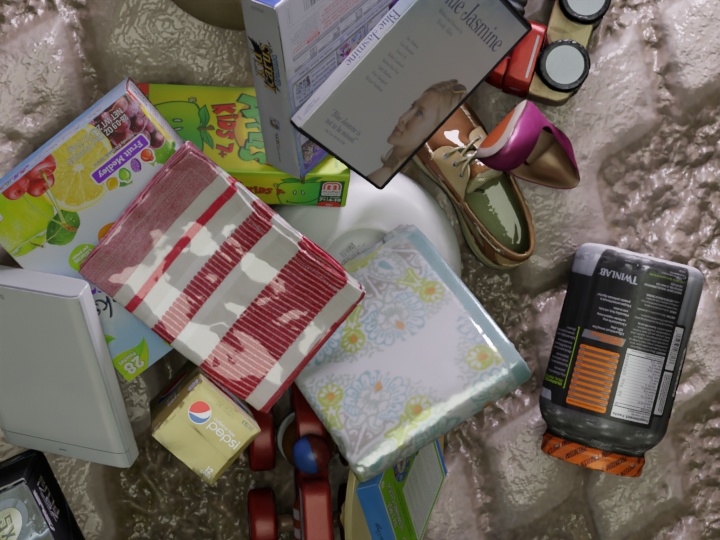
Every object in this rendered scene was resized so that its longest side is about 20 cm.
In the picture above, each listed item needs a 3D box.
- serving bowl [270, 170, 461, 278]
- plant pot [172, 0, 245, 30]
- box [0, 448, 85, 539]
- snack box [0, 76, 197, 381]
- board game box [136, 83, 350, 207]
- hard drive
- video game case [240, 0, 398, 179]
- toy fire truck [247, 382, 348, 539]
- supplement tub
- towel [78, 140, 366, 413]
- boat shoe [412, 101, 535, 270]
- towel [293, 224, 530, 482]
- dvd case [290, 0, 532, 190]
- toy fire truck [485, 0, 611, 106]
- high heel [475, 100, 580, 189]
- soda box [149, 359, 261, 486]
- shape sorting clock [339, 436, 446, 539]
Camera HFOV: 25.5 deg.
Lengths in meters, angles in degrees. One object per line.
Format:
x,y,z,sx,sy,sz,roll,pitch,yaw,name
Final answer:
0.000,0.000,1.465,0.200,0.066,0.200,0,93,-7,serving bowl
-0.099,-0.313,1.363,0.187,0.200,0.188,0,91,-5,plant pot
-0.284,0.272,1.396,0.086,0.164,0.200,-25,95,-5,box
-0.197,-0.034,1.352,0.169,0.068,0.200,-38,110,8,snack box
-0.112,-0.113,1.427,0.200,0.048,0.102,1,53,-7,board game box
-0.273,0.083,1.374,0.132,0.027,0.200,9,132,21,hard drive
-0.016,-0.208,1.367,0.045,0.181,0.200,25,53,30,video game case
-0.042,0.192,1.419,0.112,0.168,0.200,-2,94,-7,toy fire truck
0.237,0.083,1.470,0.122,0.123,0.200,14,92,-8,supplement tub
-0.113,0.009,1.316,0.200,0.023,0.144,39,98,-10,towel
0.106,-0.093,1.465,0.076,0.074,0.200,-35,98,-11,boat shoe
0.025,0.067,1.360,0.171,0.200,0.048,-33,142,-5,towel
0.047,-0.169,1.356,0.200,0.143,0.018,-47,53,8,dvd case
0.127,-0.260,1.446,0.200,0.129,0.176,17,92,4,toy fire truck
0.161,-0.101,1.413,0.096,0.200,0.067,44,109,-1,high heel
-0.138,0.127,1.386,0.068,0.200,0.064,42,87,-8,soda box
0.030,0.186,1.427,0.039,0.200,0.200,5,93,22,shape sorting clock
